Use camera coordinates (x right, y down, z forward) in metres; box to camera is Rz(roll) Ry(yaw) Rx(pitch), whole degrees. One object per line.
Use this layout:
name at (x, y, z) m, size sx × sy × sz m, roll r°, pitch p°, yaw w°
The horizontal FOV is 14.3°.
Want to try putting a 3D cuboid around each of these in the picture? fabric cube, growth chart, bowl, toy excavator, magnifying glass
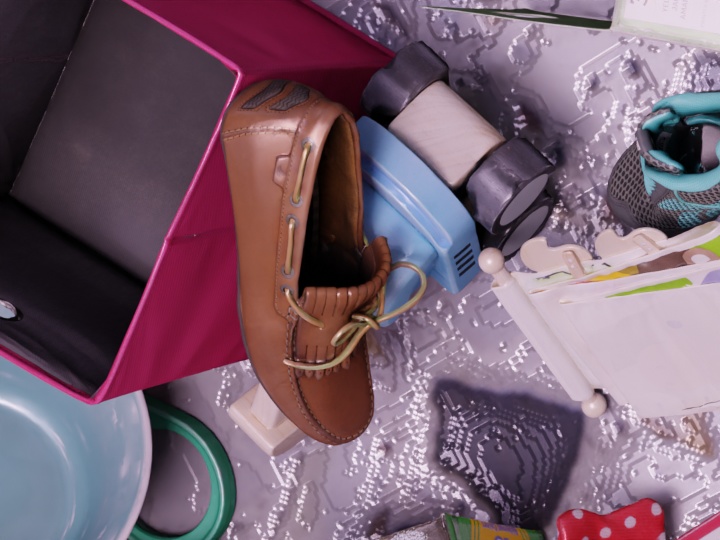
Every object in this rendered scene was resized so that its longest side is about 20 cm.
fabric cube at (-0.131, -0.069, 1.531) m, size 0.196 × 0.199 × 0.201 m, roll 31°, pitch 107°, yaw 18°
growth chart at (0.168, 0.026, 1.455) m, size 0.199 × 0.018 × 0.145 m, roll -4°, pitch 134°, yaw 28°
bowl at (-0.216, 0.112, 1.596) m, size 0.199 × 0.105 × 0.202 m, roll 2°, pitch 70°, yaw -5°
toy excavator at (0.000, 0.000, 1.522) m, size 0.200 × 0.195 × 0.100 m, roll -44°, pitch 76°, yaw -7°
magnifying glass at (-0.146, 0.079, 1.651) m, size 0.080 × 0.022 × 0.200 m, roll -45°, pitch 76°, yaw 23°

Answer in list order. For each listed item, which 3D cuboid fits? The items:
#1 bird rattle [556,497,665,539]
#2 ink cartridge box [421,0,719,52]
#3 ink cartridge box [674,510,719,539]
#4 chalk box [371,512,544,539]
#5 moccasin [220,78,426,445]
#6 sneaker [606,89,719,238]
bird rattle at (0.137, 0.213, 1.443) m, size 0.112 × 0.163 × 0.201 m, roll -24°, pitch 77°, yaw 29°
ink cartridge box at (0.150, -0.135, 1.422) m, size 0.199 × 0.145 × 0.048 m, roll 13°, pitch 99°, yaw 23°
ink cartridge box at (0.241, 0.125, 1.378) m, size 0.145 × 0.200 × 0.085 m, roll -36°, pitch 78°, yaw 24°
chalk box at (0.043, 0.243, 1.500) m, size 0.124 × 0.124 × 0.201 m, roll -20°, pitch 72°, yaw 25°
moccasin at (-0.016, 0.001, 1.425) m, size 0.077 × 0.074 × 0.202 m, roll 16°, pitch 124°, yaw 32°
sneaker at (0.167, -0.060, 1.414) m, size 0.200 × 0.091 × 0.078 m, roll -18°, pitch 65°, yaw 62°
